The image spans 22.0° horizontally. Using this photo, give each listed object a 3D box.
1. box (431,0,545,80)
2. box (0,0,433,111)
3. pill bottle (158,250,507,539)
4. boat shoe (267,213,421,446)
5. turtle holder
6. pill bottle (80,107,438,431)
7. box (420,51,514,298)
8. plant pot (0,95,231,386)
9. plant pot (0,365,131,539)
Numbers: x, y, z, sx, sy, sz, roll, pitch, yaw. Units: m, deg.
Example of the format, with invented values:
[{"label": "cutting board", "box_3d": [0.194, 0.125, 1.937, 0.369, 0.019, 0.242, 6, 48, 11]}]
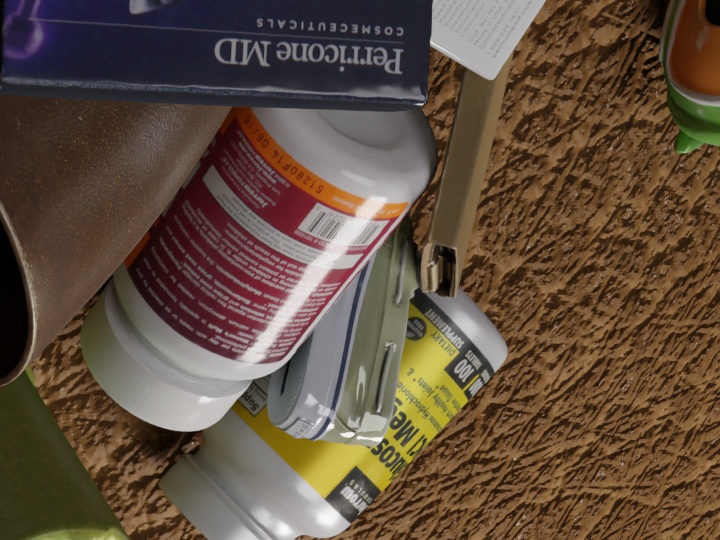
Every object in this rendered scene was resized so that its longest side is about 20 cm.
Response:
[{"label": "box", "box_3d": [-0.011, -0.192, 0.830, 0.200, 0.152, 0.106, 23, 103, -51]}, {"label": "box", "box_3d": [-0.053, -0.157, 0.643, 0.148, 0.104, 0.200, 0, 95, -14]}, {"label": "pill bottle", "box_3d": [-0.019, 0.081, 1.080, 0.200, 0.112, 0.112, -46, 142, -5]}, {"label": "boat shoe", "box_3d": [0.000, 0.000, 1.014, 0.062, 0.072, 0.200, 20, 75, -24]}, {"label": "turtle holder", "box_3d": [0.271, -0.155, 1.153, 0.185, 0.141, 0.132, -24, 119, -17]}, {"label": "pill bottle", "box_3d": [-0.057, -0.015, 0.936, 0.110, 0.110, 0.200, 1, 138, -45]}, {"label": "box", "box_3d": [0.064, -0.094, 0.964, 0.163, 0.021, 0.200, 74, 30, -80]}, {"label": "plant pot", "box_3d": [-0.137, -0.082, 0.798, 0.200, 0.187, 0.187, -41, 144, -34]}, {"label": "plant pot", "box_3d": [-0.202, 0.122, 0.876, 0.200, 0.184, 0.200, -26, 136, -28]}]
